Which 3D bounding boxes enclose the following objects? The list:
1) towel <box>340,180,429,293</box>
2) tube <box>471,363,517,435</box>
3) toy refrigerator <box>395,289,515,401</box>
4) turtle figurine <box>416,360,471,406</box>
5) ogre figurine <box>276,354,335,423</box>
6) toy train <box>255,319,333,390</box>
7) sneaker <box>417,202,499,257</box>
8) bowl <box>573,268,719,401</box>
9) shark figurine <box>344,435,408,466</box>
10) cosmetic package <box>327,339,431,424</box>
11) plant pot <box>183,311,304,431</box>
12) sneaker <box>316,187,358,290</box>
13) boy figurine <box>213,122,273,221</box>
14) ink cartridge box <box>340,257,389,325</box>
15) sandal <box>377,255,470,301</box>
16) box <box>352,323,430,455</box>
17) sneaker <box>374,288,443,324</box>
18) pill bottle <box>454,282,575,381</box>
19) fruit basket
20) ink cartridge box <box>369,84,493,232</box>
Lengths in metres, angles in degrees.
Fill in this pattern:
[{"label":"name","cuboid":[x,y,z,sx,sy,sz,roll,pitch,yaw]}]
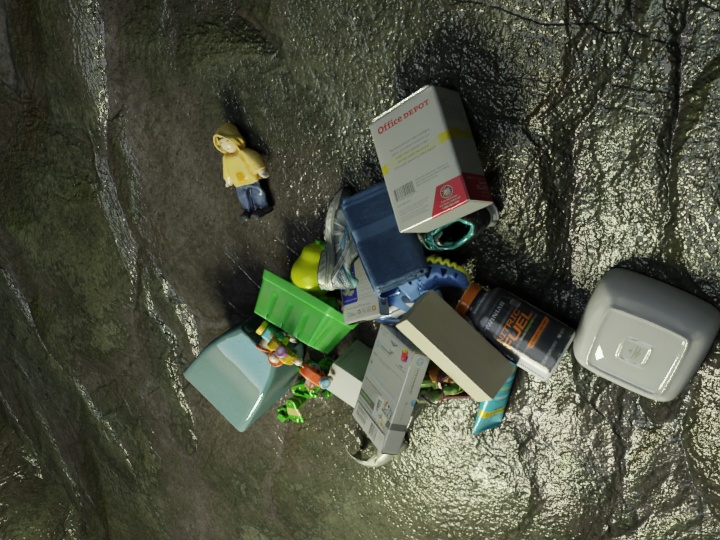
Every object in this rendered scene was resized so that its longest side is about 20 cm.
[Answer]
[{"label":"towel","cuboid":[0.043,-0.062,1.215,0.111,0.049,0.201,-22,64,3]},{"label":"tube","cuboid":[0.261,0.230,1.297,0.050,0.077,0.201,49,140,49]},{"label":"toy refrigerator","cuboid":[0.163,0.133,1.175,0.200,0.076,0.070,42,159,-2]},{"label":"turtle figurine","cuboid":[0.129,0.182,1.306,0.193,0.200,0.145,-3,82,40]},{"label":"ogre figurine","cuboid":[-0.114,0.260,1.528,0.098,0.120,0.201,25,128,16]},{"label":"toy train","cuboid":[-0.149,0.182,1.402,0.150,0.056,0.200,37,-177,-42]},{"label":"sneaker","cuboid":[0.144,-0.067,1.189,0.200,0.091,0.078,-29,98,41]},{"label":"bowl","cuboid":[0.453,0.117,1.097,0.199,0.075,0.201,26,128,21]},{"label":"shark figurine","cuboid":[0.058,0.405,1.526,0.215,0.089,0.128,-48,51,33]},{"label":"cosmetic package","cuboid":[0.037,0.250,1.430,0.200,0.108,0.085,32,128,14]},{"label":"plant pot","cuboid":[-0.243,0.200,1.543,0.196,0.196,0.200,42,125,7]},{"label":"sneaker","cuboid":[-0.026,-0.058,1.297,0.086,0.078,0.201,7,86,7]},{"label":"boy figurine","cuboid":[-0.241,-0.205,1.392,0.124,0.064,0.201,1,119,36]},{"label":"ink cartridge box","cuboid":[0.000,0.000,1.329,0.094,0.037,0.201,-18,75,39]},{"label":"sandal","cuboid":[0.103,0.017,1.235,0.199,0.087,0.079,6,162,25]},{"label":"box","cuboid":[0.054,0.220,1.279,0.156,0.041,0.201,37,113,63]},{"label":"sneaker","cuboid":[0.083,0.063,1.319,0.199,0.074,0.083,8,105,36]},{"label":"pill bottle","cuboid":[0.265,0.100,1.192,0.200,0.106,0.107,31,128,16]},{"label":"fruit basket","cuboid":[-0.100,0.041,1.396,0.215,0.155,0.217,-8,69,21]},{"label":"ink cartridge box","cuboid":[0.114,-0.179,1.108,0.145,0.083,0.201,-23,77,40]}]
